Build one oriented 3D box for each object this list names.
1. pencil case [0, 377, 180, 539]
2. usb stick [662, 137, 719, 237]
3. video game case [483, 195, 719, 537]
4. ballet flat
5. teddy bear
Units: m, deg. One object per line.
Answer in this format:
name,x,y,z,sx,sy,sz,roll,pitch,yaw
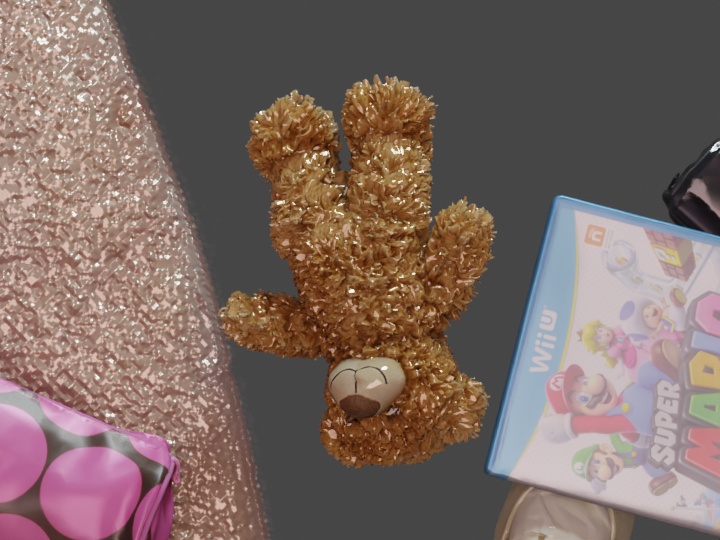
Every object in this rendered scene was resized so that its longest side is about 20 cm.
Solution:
pencil case,-0.186,0.092,1.114,0.200,0.091,0.094,24,77,2
usb stick,0.241,0.012,1.118,0.200,0.033,0.055,42,83,5
video game case,0.174,0.056,1.087,0.200,0.018,0.143,15,85,1
ballet flat,0.089,0.162,1.101,0.069,0.069,0.200,21,88,4
teddy bear,0.000,0.000,1.115,0.145,0.067,0.200,6,87,6
